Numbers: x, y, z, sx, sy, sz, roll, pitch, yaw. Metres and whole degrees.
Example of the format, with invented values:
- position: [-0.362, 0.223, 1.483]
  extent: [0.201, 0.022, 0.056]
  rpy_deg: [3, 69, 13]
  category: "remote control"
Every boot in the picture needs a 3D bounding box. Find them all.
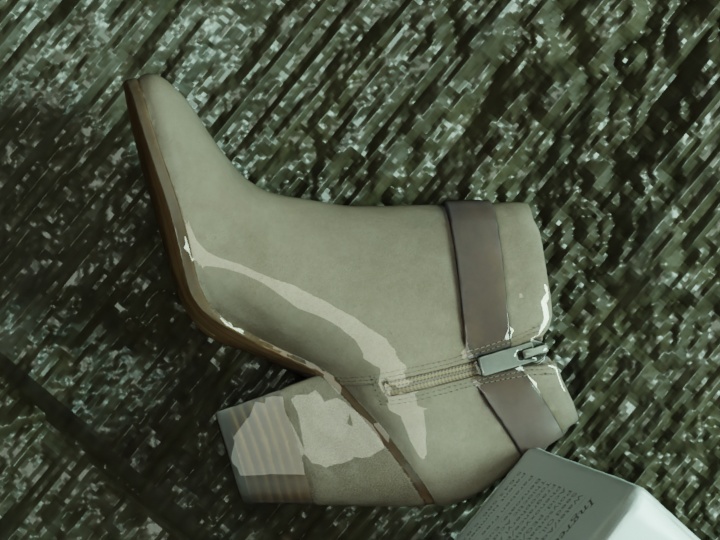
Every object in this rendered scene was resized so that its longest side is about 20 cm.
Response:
- position: [0.000, 0.000, 1.149]
  extent: [0.146, 0.070, 0.201]
  rpy_deg: [-17, 94, -4]
  category: "boot"

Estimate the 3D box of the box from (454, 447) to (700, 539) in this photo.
- position: [0.093, 0.209, 1.089]
  extent: [0.199, 0.131, 0.200]
  rpy_deg: [42, 82, -14]
  category: "box"
